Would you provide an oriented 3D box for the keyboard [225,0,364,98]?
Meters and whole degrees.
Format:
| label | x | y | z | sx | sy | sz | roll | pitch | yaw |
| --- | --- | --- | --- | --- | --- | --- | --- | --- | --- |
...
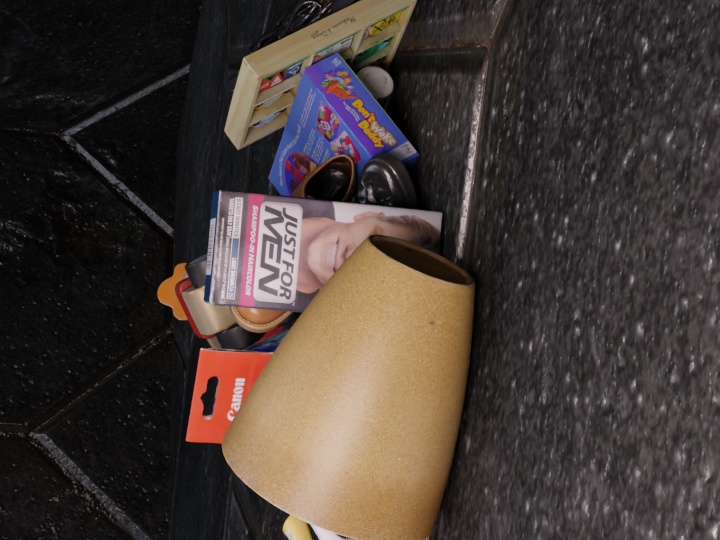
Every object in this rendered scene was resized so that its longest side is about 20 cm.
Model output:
| label | x | y | z | sx | sy | sz | roll | pitch | yaw |
| --- | --- | --- | --- | --- | --- | --- | --- | --- | --- |
| keyboard | -0.053 | -0.240 | 1.375 | 0.040 | 0.200 | 0.104 | 51 | 175 | 15 |

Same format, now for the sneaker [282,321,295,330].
| label | x | y | z | sx | sy | sz | roll | pitch | yaw |
| --- | --- | --- | --- | --- | --- | --- | --- | --- | --- |
| sneaker | -0.044 | 0.042 | 1.581 | 0.201 | 0.075 | 0.080 | 99 | 158 | -54 |

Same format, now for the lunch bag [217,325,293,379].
| label | x | y | z | sx | sy | sz | roll | pitch | yaw |
| --- | --- | --- | --- | --- | --- | --- | --- | --- | --- |
| lunch bag | -0.047 | 0.156 | 1.404 | 0.201 | 0.127 | 0.170 | 65 | 165 | 1 |

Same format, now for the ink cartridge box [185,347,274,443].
| label | x | y | z | sx | sy | sz | roll | pitch | yaw |
| --- | --- | --- | --- | --- | --- | --- | --- | --- | --- |
| ink cartridge box | -0.050 | 0.131 | 1.236 | 0.050 | 0.198 | 0.110 | -105 | 23 | -57 |

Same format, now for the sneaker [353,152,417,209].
| label | x | y | z | sx | sy | sz | roll | pitch | yaw |
| --- | --- | --- | --- | --- | --- | --- | --- | --- | --- |
| sneaker | -0.003 | -0.001 | 1.287 | 0.104 | 0.060 | 0.201 | -31 | -46 | -46 |

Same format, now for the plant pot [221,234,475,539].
| label | x | y | z | sx | sy | sz | roll | pitch | yaw |
| --- | --- | --- | --- | --- | --- | --- | --- | --- | --- |
| plant pot | 0.012 | 0.081 | 1.101 | 0.186 | 0.185 | 0.201 | -121 | 52 | -69 |

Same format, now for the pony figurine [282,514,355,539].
| label | x | y | z | sx | sy | sz | roll | pitch | yaw |
| --- | --- | --- | --- | --- | --- | --- | --- | --- | --- |
| pony figurine | -0.020 | 0.273 | 1.139 | 0.200 | 0.166 | 0.194 | 39 | 110 | 39 |

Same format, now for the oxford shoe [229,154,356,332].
| label | x | y | z | sx | sy | sz | roll | pitch | yaw |
| --- | --- | --- | --- | --- | --- | --- | --- | --- | --- |
| oxford shoe | -0.062 | -0.032 | 1.284 | 0.201 | 0.071 | 0.071 | -62 | 0 | -32 |

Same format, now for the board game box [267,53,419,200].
| label | x | y | z | sx | sy | sz | roll | pitch | yaw |
| --- | --- | --- | --- | --- | --- | --- | --- | --- | --- |
| board game box | -0.022 | -0.104 | 1.405 | 0.135 | 0.045 | 0.200 | 53 | 152 | 15 |

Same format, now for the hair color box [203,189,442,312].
| label | x | y | z | sx | sy | sz | roll | pitch | yaw |
| --- | --- | --- | --- | --- | --- | --- | --- | --- | --- |
| hair color box | -0.033 | -0.012 | 1.217 | 0.060 | 0.198 | 0.101 | -175 | 90 | -78 |

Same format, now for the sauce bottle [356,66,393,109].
| label | x | y | z | sx | sy | sz | roll | pitch | yaw |
| --- | --- | --- | --- | --- | --- | --- | --- | --- | --- |
| sauce bottle | -0.009 | -0.140 | 1.470 | 0.200 | 0.064 | 0.065 | 112 | 159 | -56 |

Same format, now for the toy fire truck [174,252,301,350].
| label | x | y | z | sx | sy | sz | roll | pitch | yaw |
| --- | --- | --- | --- | --- | --- | --- | --- | --- | --- |
| toy fire truck | -0.108 | 0.018 | 1.436 | 0.129 | 0.175 | 0.200 | 65 | 159 | -10 |

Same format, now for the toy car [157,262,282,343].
| label | x | y | z | sx | sy | sz | roll | pitch | yaw |
| --- | --- | --- | --- | --- | --- | --- | --- | --- | --- |
| toy car | -0.156 | 0.016 | 1.762 | 0.185 | 0.198 | 0.178 | 114 | 158 | -54 |

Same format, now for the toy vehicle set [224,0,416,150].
| label | x | y | z | sx | sy | sz | roll | pitch | yaw |
| --- | --- | --- | --- | --- | --- | --- | --- | --- | --- |
| toy vehicle set | -0.040 | -0.204 | 1.382 | 0.027 | 0.199 | 0.124 | 52 | 153 | 15 |
